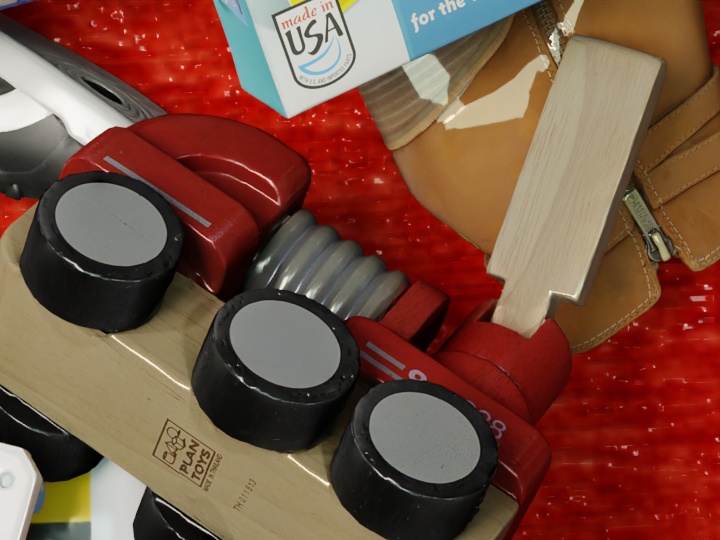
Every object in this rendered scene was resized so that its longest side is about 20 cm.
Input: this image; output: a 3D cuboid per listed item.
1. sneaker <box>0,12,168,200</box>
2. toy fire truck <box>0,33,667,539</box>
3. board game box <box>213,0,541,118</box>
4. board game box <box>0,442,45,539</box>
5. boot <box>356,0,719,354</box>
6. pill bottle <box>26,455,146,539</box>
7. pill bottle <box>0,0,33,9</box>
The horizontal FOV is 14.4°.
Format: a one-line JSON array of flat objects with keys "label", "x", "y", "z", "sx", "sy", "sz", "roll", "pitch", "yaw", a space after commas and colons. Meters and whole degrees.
[{"label": "sneaker", "x": -0.150, "y": -0.038, "z": 0.997, "sx": 0.199, "sy": 0.073, "sz": 0.112, "roll": 32, "pitch": 99, "yaw": 7}, {"label": "toy fire truck", "x": 0.000, "y": 0.000, "z": 0.910, "sx": 0.175, "sy": 0.200, "sz": 0.129, "roll": 33, "pitch": 132, "yaw": 11}, {"label": "board game box", "x": 0.005, "y": -0.169, "z": 0.867, "sx": 0.150, "sy": 0.047, "sz": 0.201, "roll": -26, "pitch": 114, "yaw": -13}, {"label": "board game box", "x": -0.209, "y": 0.133, "z": 0.880, "sx": 0.199, "sy": 0.026, "sz": 0.201, "roll": 12, "pitch": 81, "yaw": 17}, {"label": "boot", "x": 0.102, "y": -0.081, "z": 0.983, "sx": 0.200, "sy": 0.077, "sz": 0.156, "roll": -38, "pitch": 101, "yaw": -6}, {"label": "pill bottle", "x": -0.123, "y": 0.087, "z": 0.960, "sx": 0.198, "sy": 0.112, "sz": 0.113, "roll": -2, "pitch": 95, "yaw": 1}, {"label": "pill bottle", "x": -0.081, "y": -0.154, "z": 0.940, "sx": 0.199, "sy": 0.112, "sz": 0.113, "roll": -17, "pitch": 95, "yaw": -19}]
